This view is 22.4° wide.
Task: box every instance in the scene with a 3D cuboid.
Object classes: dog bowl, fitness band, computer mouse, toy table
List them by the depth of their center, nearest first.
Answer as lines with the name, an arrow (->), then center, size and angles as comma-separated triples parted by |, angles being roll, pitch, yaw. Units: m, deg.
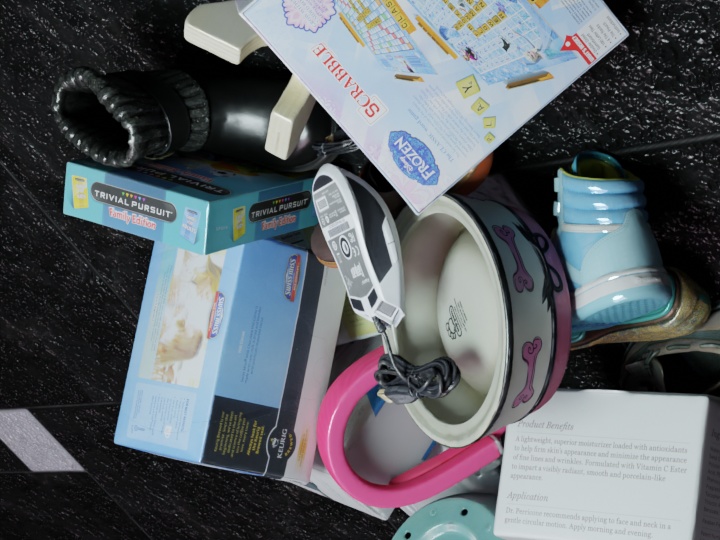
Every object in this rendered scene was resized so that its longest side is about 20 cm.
toy table -> -0.028, -0.178, 1.376 | 0.182, 0.118, 0.201 | 20, 145, 18
computer mouse -> 0.043, -0.128, 1.410 | 0.199, 0.059, 0.034 | -17, 100, 28
computer mouse -> 0.018, 0.007, 1.429 | 0.110, 0.044, 0.202 | -20, 89, 67
dog bowl -> 0.092, 0.035, 1.432 | 0.200, 0.073, 0.202 | 21, 114, 59
fitness band -> 0.055, 0.125, 1.595 | 0.037, 0.199, 0.145 | 35, 150, 61

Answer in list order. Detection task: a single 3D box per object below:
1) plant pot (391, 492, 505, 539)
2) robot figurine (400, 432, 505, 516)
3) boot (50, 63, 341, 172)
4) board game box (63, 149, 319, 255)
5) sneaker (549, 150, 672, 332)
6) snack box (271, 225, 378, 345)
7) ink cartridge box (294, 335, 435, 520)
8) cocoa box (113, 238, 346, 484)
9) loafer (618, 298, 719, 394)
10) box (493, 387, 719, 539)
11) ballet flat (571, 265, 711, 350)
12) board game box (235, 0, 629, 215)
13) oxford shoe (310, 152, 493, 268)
plant pot -> 0.110, 0.293, 1.634 | 0.199, 0.202, 0.161 | 5, 154, 36
robot figurine -> 0.094, 0.180, 1.751 | 0.168, 0.114, 0.200 | 6, 158, -26
boot -> -0.133, -0.123, 1.488 | 0.209, 0.157, 0.080 | 11, 102, 31
board game box -> -0.128, -0.068, 1.535 | 0.150, 0.199, 0.047 | 16, 108, 30
sneaker -> 0.172, -0.020, 1.433 | 0.079, 0.132, 0.200 | -3, 170, -28
snack box -> 0.000, 0.000, 1.625 | 0.199, 0.037, 0.117 | -16, 100, 50
ink cartridge box -> -0.018, 0.133, 1.710 | 0.086, 0.147, 0.199 | 44, 162, -30
cocoa box -> -0.112, 0.072, 1.588 | 0.131, 0.202, 0.133 | 16, 173, -42
loafer -> 0.270, 0.079, 1.514 | 0.072, 0.063, 0.200 | 37, 147, -7
box -> 0.250, 0.182, 1.536 | 0.198, 0.132, 0.199 | -1, 165, 41
ballet flat -> 0.208, 0.034, 1.515 | 0.199, 0.071, 0.071 | -8, 131, 48
board game box -> 0.051, -0.176, 1.262 | 0.200, 0.199, 0.041 | 48, -172, -22
oxford shoe -> 0.016, -0.067, 1.488 | 0.072, 0.072, 0.200 | 14, 141, -41
